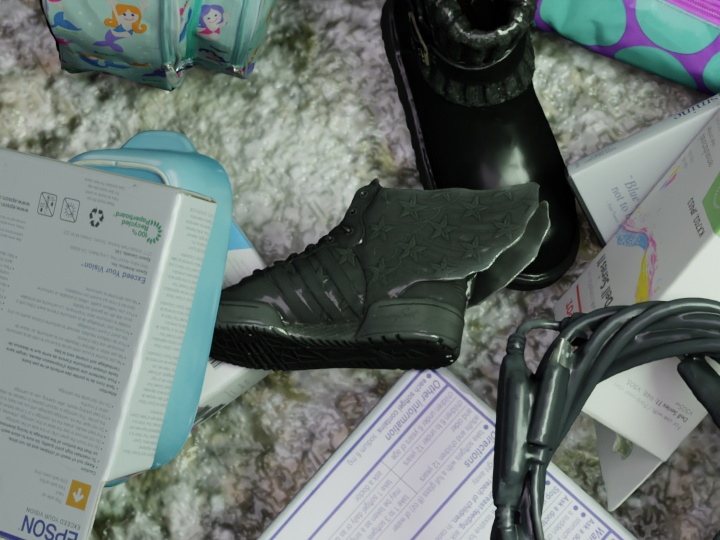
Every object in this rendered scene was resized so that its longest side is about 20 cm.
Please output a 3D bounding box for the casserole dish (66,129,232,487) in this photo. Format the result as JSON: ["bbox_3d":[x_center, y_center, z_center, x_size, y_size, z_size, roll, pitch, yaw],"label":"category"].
[{"bbox_3d":[-0.136,0.016,1.312,0.121,0.039,0.200,5,80,33],"label":"casserole dish"}]

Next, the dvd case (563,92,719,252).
[{"bbox_3d":[0.232,-0.040,1.339,0.200,0.018,0.143,-26,113,11],"label":"dvd case"}]

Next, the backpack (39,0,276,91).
[{"bbox_3d":[-0.114,-0.195,1.350,0.150,0.200,0.178,9,83,6],"label":"backpack"}]

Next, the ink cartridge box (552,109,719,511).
[{"bbox_3d":[0.167,0.019,1.291,0.067,0.117,0.200,33,110,-15],"label":"ink cartridge box"}]

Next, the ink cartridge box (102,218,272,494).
[{"bbox_3d":[-0.139,0.048,1.387,0.200,0.068,0.115,-36,81,-1],"label":"ink cartridge box"}]

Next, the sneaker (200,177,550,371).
[{"bbox_3d":[-0.001,-0.001,1.318,0.200,0.060,0.104,2,64,20],"label":"sneaker"}]

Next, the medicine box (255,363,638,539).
[{"bbox_3d":[0.051,0.180,1.337,0.200,0.103,0.182,42,88,8],"label":"medicine box"}]

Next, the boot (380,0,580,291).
[{"bbox_3d":[0.074,-0.101,1.336,0.079,0.158,0.211,-22,80,-17],"label":"boot"}]

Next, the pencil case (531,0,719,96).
[{"bbox_3d":[0.195,-0.144,1.373,0.200,0.092,0.085,23,84,8],"label":"pencil case"}]

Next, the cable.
[{"bbox_3d":[0.145,0.114,1.199,0.163,0.051,0.200,1,74,9],"label":"cable"}]

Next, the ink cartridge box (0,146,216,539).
[{"bbox_3d":[-0.183,0.038,1.290,0.196,0.043,0.200,14,89,35],"label":"ink cartridge box"}]
